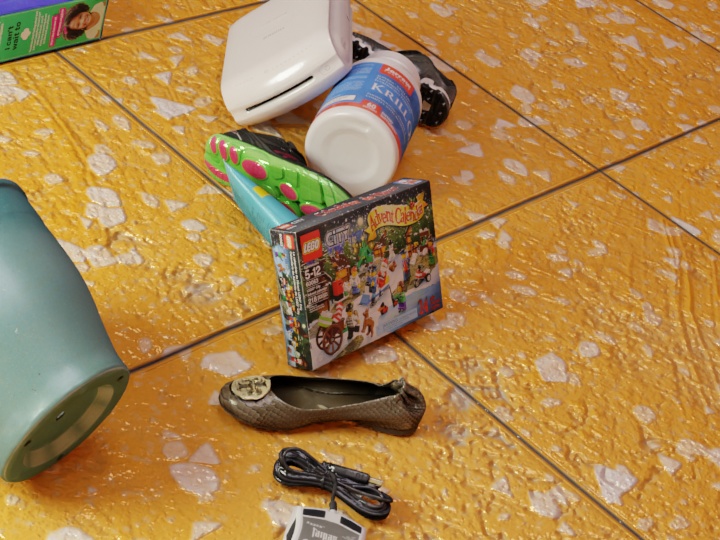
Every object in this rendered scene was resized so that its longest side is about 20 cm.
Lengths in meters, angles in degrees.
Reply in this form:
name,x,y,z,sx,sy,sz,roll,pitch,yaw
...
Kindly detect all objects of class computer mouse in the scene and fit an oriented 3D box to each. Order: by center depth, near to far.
name,x,y,z,sx,sy,sz,roll,pitch,yaw
computer mouse,-0.033,0.228,1.234,0.108,0.044,0.201,21,29,-4

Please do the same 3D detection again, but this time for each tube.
name,x,y,z,sx,sy,sz,roll,pitch,yaw
tube,-0.076,-0.036,1.559,0.050,0.078,0.200,-37,61,-22

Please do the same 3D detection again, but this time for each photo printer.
name,x,y,z,sx,sy,sz,roll,pitch,yaw
photo printer,-0.087,-0.260,1.784,0.165,0.070,0.201,-25,33,18

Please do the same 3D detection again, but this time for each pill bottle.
name,x,y,z,sx,sy,sz,roll,pitch,yaw
pill bottle,0.011,-0.181,1.746,0.111,0.113,0.201,19,35,3

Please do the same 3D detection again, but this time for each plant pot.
name,x,y,z,sx,sy,sz,roll,pitch,yaw
plant pot,-0.296,0.062,1.227,0.188,0.201,0.199,45,41,12

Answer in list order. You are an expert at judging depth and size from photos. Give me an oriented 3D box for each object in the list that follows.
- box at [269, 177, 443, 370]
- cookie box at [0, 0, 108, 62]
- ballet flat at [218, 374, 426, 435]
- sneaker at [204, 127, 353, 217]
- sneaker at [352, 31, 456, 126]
name,x,y,z,sx,sy,sz,roll,pitch,yaw
box,0.000,0.000,1.474,0.037,0.138,0.199,9,23,42
cookie box,-0.431,-0.329,1.786,0.171,0.076,0.199,38,40,26
ballet flat,-0.032,0.117,1.379,0.197,0.047,0.068,7,35,-15
sneaker,-0.077,-0.107,1.640,0.199,0.077,0.084,32,41,17
sneaker,0.039,-0.255,1.907,0.199,0.067,0.090,31,34,11
